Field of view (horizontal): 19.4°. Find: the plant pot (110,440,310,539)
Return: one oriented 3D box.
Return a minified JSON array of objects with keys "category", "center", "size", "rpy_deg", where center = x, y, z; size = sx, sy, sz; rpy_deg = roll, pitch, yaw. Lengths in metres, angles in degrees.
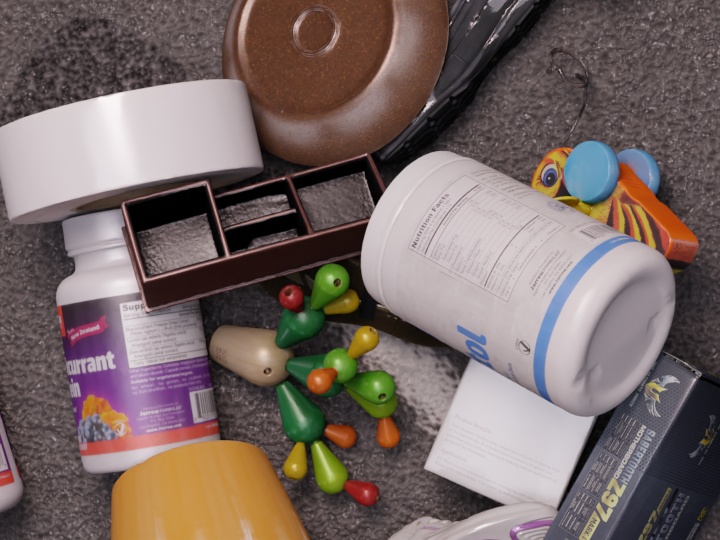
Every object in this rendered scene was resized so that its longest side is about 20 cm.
[{"category":"plant pot","center":[-0.110,0.237,1.589],"size":[0.200,0.200,0.184],"rpy_deg":[-19,63,7]}]

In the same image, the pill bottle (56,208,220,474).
[{"category":"pill bottle","center":[-0.179,0.053,1.653],"size":[0.111,0.111,0.201],"rpy_deg":[-10,88,7]}]

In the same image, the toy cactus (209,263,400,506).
[{"category":"toy cactus","center":[-0.049,0.085,1.641],"size":[0.165,0.102,0.200],"rpy_deg":[16,130,31]}]

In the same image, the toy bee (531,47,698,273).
[{"category":"toy bee","center":[0.179,-0.057,1.623],"size":[0.131,0.200,0.109],"rpy_deg":[22,125,-26]}]

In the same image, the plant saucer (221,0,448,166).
[{"category":"plant saucer","center":[-0.029,-0.183,1.637],"size":[0.200,0.037,0.201],"rpy_deg":[-5,78,25]}]

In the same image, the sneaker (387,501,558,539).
[{"category":"sneaker","center":[0.067,0.213,1.613],"size":[0.200,0.100,0.075],"rpy_deg":[-30,120,27]}]

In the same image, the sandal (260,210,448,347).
[{"category":"sandal","center":[0.000,0.000,1.656],"size":[0.200,0.055,0.082],"rpy_deg":[16,122,6]}]

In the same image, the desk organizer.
[{"category":"desk organizer","center":[-0.076,-0.036,1.578],"size":[0.200,0.077,0.072],"rpy_deg":[-15,76,-7]}]

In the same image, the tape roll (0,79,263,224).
[{"category":"tape roll","center":[-0.178,-0.089,1.610],"size":[0.202,0.202,0.071],"rpy_deg":[-13,88,7]}]

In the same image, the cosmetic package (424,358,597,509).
[{"category":"cosmetic package","center":[0.138,0.082,1.630],"size":[0.113,0.081,0.200],"rpy_deg":[25,92,6]}]

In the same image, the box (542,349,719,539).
[{"category":"box","center":[0.216,0.165,1.579],"size":[0.051,0.158,0.200],"rpy_deg":[30,93,32]}]

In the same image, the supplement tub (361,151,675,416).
[{"category":"supplement tub","center":[0.114,0.008,1.514],"size":[0.200,0.132,0.132],"rpy_deg":[28,94,35]}]

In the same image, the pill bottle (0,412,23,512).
[{"category":"pill bottle","center":[-0.347,0.107,1.674],"size":[0.112,0.112,0.200],"rpy_deg":[-18,87,7]}]

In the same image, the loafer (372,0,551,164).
[{"category":"loafer","center":[0.069,-0.170,1.647],"size":[0.070,0.068,0.201],"rpy_deg":[40,89,13]}]
